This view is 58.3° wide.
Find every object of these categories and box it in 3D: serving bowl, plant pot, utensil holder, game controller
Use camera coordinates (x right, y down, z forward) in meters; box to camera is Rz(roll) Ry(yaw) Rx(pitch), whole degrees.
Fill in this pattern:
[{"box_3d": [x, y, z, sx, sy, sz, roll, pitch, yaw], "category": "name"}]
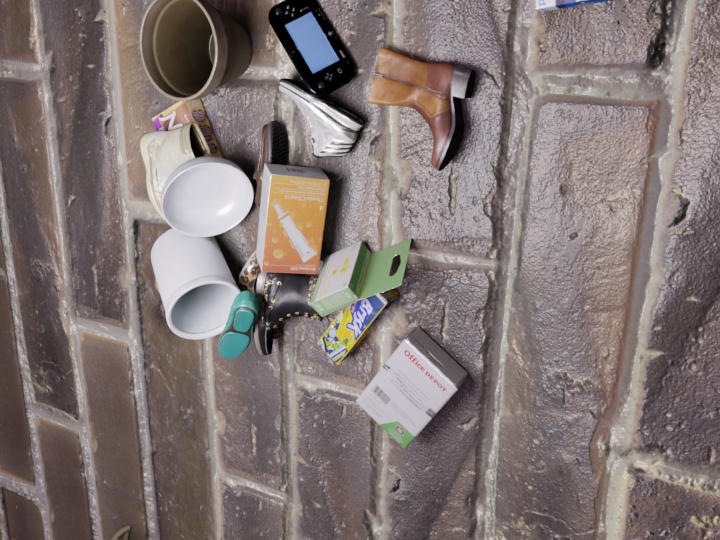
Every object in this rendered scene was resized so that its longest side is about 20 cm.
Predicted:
[{"box_3d": [-0.332, -0.168, 1.384, 0.201, 0.197, 0.066, -52, 45, 28], "category": "serving bowl"}, {"box_3d": [-0.317, -0.451, 1.311, 0.196, 0.173, 0.205, 8, 108, 25], "category": "plant pot"}, {"box_3d": [-0.368, 0.021, 1.437, 0.171, 0.168, 0.201, -57, 45, 28], "category": "utensil holder"}, {"box_3d": [-0.095, -0.437, 1.250, 0.103, 0.042, 0.202, -30, 87, -5], "category": "game controller"}]

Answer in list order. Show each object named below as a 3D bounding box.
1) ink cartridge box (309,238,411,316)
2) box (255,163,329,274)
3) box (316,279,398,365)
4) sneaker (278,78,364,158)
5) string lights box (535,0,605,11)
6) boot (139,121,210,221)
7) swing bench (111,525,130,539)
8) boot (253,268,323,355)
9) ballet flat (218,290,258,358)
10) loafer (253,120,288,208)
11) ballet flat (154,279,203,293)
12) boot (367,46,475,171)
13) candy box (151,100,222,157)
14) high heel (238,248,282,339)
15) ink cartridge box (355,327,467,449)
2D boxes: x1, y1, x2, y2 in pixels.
[{"box_3d": [0.000, 0.000, 1.288, 0.198, 0.147, 0.048, -25, 121, 32], "category": "ink cartridge box"}, {"box_3d": [-0.142, -0.106, 1.329, 0.122, 0.098, 0.204, 2, 111, -17], "category": "box"}, {"box_3d": [-0.007, 0.103, 1.367, 0.070, 0.064, 0.201, 42, 119, 10], "category": "box"}, {"box_3d": [-0.098, -0.296, 1.296, 0.199, 0.075, 0.117, 34, 115, 13], "category": "sneaker"}, {"box_3d": [0.375, -0.475, 1.005, 0.196, 0.059, 0.105, 1, 106, 28], "category": "string lights box"}, {"box_3d": [-0.396, -0.214, 1.418, 0.152, 0.072, 0.205, -6, 101, 26], "category": "boot"}, {"box_3d": [-0.675, 0.911, 1.910, 0.197, 0.129, 0.203, 21, 113, 21], "category": "swing bench"}, {"box_3d": [-0.155, 0.095, 1.414, 0.147, 0.073, 0.205, 5, 99, 5], "category": "boot"}, {"box_3d": [-0.257, 0.113, 1.386, 0.066, 0.071, 0.201, 17, 137, -13], "category": "ballet flat"}, {"box_3d": [-0.201, -0.216, 1.373, 0.070, 0.073, 0.204, 13, 110, 22], "category": "loafer"}, {"box_3d": [-0.446, 0.044, 1.581, 0.196, 0.065, 0.072, 3, 107, 27], "category": "ballet flat"}, {"box_3d": [0.097, -0.300, 1.197, 0.197, 0.068, 0.192, 19, 112, 23], "category": "boot"}, {"box_3d": [-0.383, -0.275, 1.464, 0.115, 0.056, 0.204, -17, 97, 31], "category": "candy box"}, {"box_3d": [-0.212, 0.055, 1.470, 0.141, 0.071, 0.203, 27, 113, 5], "category": "high heel"}, {"box_3d": [0.106, 0.242, 1.334, 0.146, 0.084, 0.201, 42, 119, 11], "category": "ink cartridge box"}]
